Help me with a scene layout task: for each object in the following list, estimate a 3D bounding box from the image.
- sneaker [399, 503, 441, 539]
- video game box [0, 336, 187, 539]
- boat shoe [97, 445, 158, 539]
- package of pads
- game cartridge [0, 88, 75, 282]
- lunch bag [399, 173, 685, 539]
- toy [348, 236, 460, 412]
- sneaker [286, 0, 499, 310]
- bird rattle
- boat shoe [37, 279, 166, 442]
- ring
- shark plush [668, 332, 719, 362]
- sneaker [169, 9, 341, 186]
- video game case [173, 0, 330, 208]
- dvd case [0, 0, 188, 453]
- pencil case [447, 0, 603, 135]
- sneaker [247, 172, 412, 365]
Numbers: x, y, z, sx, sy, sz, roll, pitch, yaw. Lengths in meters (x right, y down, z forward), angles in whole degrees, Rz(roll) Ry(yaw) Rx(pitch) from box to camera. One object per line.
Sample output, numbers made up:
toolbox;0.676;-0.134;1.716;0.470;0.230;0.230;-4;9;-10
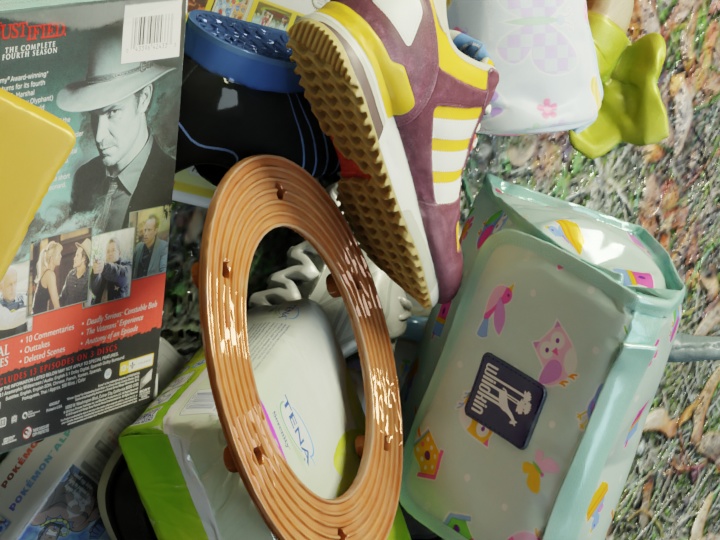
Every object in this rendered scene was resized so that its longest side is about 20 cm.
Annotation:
sneaker;0.004;0.214;1.313;0.076;0.091;0.201;-10;120;-50
video game box;-0.126;0.147;1.149;0.182;0.047;0.200;-56;143;-14
boat shoe;-0.071;0.148;1.131;0.074;0.063;0.202;-51;141;-16
package of pads;-0.034;0.130;1.061;0.155;0.068;0.201;-54;127;-63
game cartridge;-0.235;-0.008;0.852;0.176;0.032;0.200;28;95;-23
lunch bag;0.094;0.058;1.111;0.122;0.200;0.171;18;103;-11
toy;0.074;0.045;1.236;0.199;0.047;0.116;14;95;-12
sneaker;0.034;-0.065;1.045;0.090;0.075;0.200;-37;141;-16
bird rattle;0.118;-0.165;1.224;0.163;0.113;0.201;-9;116;-30
boat shoe;-0.164;0.054;1.024;0.200;0.072;0.068;-43;137;-30
ring;-0.029;0.044;1.009;0.200;0.019;0.201;43;41;-52
shark plush;0.124;0.059;1.313;0.199;0.083;0.091;11;115;-14
sneaker;-0.036;-0.074;1.081;0.200;0.070;0.078;11;114;-52
video game case;-0.064;-0.122;1.084;0.200;0.023;0.183;12;101;-54
dvd case;-0.135;-0.022;0.950;0.146;0.022;0.201;-18;120;-53
pencil case;0.080;-0.170;1.141;0.090;0.083;0.201;-9;103;-25
sneaker;0.000;0.000;1.170;0.200;0.081;0.075;-58;170;-14
